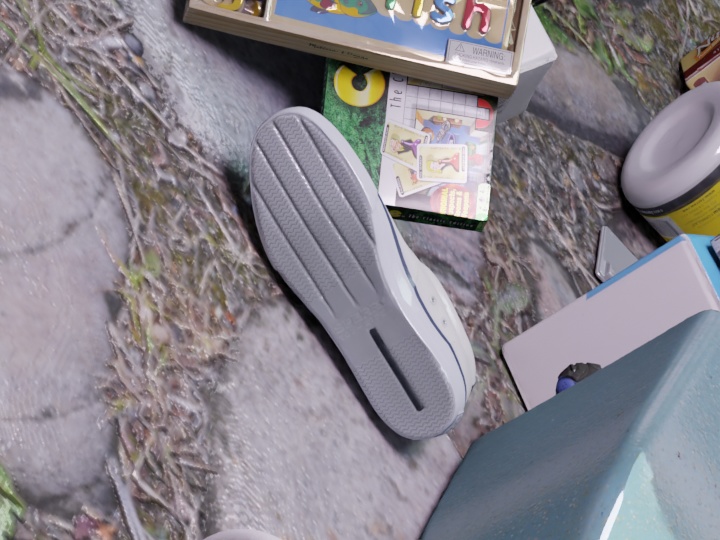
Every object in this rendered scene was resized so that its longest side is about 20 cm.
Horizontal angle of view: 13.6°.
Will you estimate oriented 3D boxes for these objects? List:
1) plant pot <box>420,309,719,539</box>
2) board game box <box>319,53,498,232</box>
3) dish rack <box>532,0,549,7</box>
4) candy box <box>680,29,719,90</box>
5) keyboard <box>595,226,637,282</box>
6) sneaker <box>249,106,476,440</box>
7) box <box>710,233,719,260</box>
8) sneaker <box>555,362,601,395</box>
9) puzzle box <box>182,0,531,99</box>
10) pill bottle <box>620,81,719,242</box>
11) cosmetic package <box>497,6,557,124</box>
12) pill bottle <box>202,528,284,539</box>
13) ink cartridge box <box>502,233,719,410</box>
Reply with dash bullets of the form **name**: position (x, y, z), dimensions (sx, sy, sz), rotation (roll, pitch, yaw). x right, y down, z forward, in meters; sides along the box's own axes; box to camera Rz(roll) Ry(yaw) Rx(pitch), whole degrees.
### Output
- **plant pot**: position (0.139, 0.178, 1.600), dimensions (0.197, 0.195, 0.200), rotation (54, 36, -6)
- **board game box**: position (0.031, -0.127, 1.768), dimensions (0.104, 0.023, 0.201), rotation (7, 72, -6)
- **dish rack**: position (0.119, -0.223, 2.012), dimensions (0.200, 0.153, 0.055), rotation (6, 70, -56)
- **candy box**: position (0.348, -0.113, 2.288), dimensions (0.200, 0.115, 0.055), rotation (48, 17, -16)
- **keyboard**: position (0.224, 0.052, 2.045), dimensions (0.200, 0.011, 0.056), rotation (46, 25, -21)
- **sneaker**: position (0.000, 0.000, 1.687), dimensions (0.201, 0.073, 0.071), rotation (64, 18, -5)
- **box**: position (0.301, 0.053, 1.808), dimensions (0.157, 0.050, 0.201), rotation (-7, 68, -59)
- **sneaker**: position (0.153, 0.149, 1.736), dimensions (0.075, 0.078, 0.201), rotation (-31, 99, -63)
- **puzzle box**: position (0.005, -0.186, 1.753), dimensions (0.199, 0.025, 0.134), rotation (12, 71, -8)
- **pill bottle**: position (0.281, -0.029, 2.107), dimensions (0.200, 0.112, 0.112), rotation (44, 30, -23)
- **cosmetic package**: position (0.034, -0.185, 1.856), dimensions (0.201, 0.081, 0.113), rotation (65, -14, 10)
- **pill bottle**: position (-0.004, 0.204, 1.413), dimensions (0.200, 0.112, 0.113), rotation (31, 37, -41)
- **ink cartridge box**: position (0.218, 0.076, 1.860), dimensions (0.200, 0.146, 0.147), rotation (2, 60, -57)
